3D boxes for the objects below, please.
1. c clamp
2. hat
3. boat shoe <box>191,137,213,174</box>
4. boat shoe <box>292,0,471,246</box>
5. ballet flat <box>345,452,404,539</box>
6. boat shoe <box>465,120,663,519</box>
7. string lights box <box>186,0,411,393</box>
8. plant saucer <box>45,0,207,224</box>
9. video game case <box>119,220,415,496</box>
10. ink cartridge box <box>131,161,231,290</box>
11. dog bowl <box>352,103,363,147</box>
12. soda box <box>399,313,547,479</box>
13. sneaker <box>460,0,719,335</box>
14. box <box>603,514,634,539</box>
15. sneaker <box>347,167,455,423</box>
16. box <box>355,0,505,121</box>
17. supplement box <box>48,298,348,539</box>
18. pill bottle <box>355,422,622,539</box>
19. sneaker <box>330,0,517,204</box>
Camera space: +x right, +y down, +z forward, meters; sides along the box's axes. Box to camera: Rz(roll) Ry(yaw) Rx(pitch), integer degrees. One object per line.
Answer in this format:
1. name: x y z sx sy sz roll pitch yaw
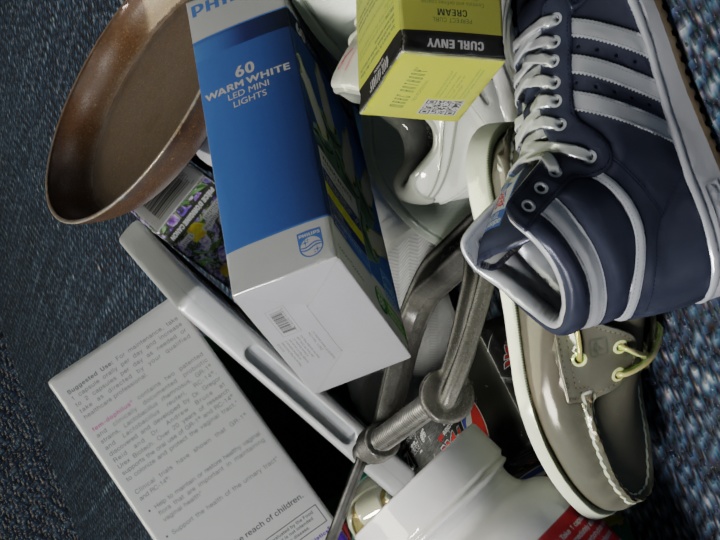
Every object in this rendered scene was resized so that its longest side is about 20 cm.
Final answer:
1. c clamp: 0.032 0.057 0.939 0.200 0.027 0.171 126 162 -64
2. hat: -0.061 0.163 1.312 0.200 0.165 0.176 61 159 29
3. boat shoe: -0.083 -0.087 1.143 0.066 0.070 0.200 55 165 -30
4. boat shoe: 0.026 -0.107 0.975 0.200 0.076 0.060 66 -158 -18
5. ballet flat: 0.027 0.171 1.082 0.070 0.067 0.200 52 -167 -47
6. boat shoe: 0.107 0.023 0.858 0.060 0.072 0.202 -11 100 35
7. string lights box: -0.035 -0.049 0.938 0.103 0.059 0.200 54 -161 -52
8. plant saucer: -0.129 -0.113 1.123 0.032 0.200 0.200 30 -178 -30
9. video game case: -0.062 0.050 1.119 0.182 0.023 0.200 43 177 -21
10. ink cartridge box: -0.065 -0.003 1.178 0.200 0.050 0.109 39 179 -31
11. dog bowl: -0.036 -0.134 1.131 0.111 0.050 0.200 26 132 64
12. soda box: 0.080 0.085 1.004 0.071 0.063 0.200 63 160 17
13. sneaker: 0.083 -0.068 0.778 0.200 0.108 0.070 67 160 9
14. box: 0.115 0.204 1.054 0.200 0.048 0.118 153 98 -73
15. sneaker: 0.000 0.000 1.101 0.116 0.074 0.200 49 155 30
16. box: 0.028 -0.173 0.812 0.075 0.050 0.200 128 142 -67
17. supplement box: -0.100 0.133 1.157 0.200 0.103 0.101 52 172 16
18. pill bottle: 0.095 0.177 0.896 0.200 0.112 0.112 47 157 7
19. sneaker: 0.028 -0.124 0.887 0.078 0.099 0.200 0 108 70
